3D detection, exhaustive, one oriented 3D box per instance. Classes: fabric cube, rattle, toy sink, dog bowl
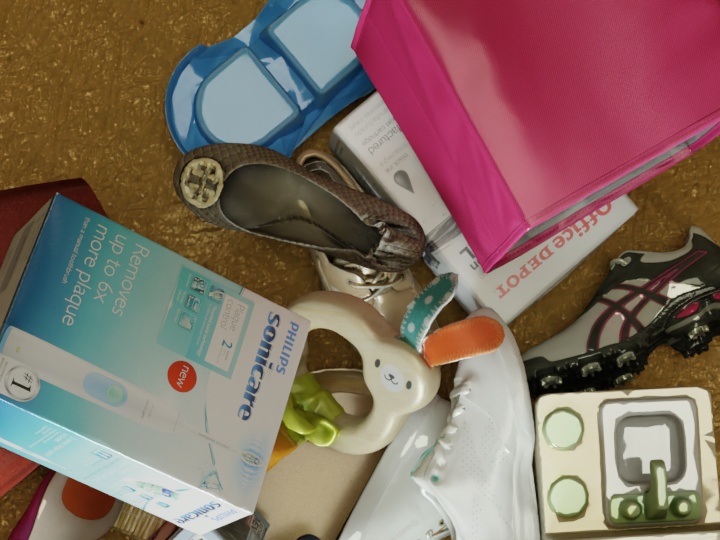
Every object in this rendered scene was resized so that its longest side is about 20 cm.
[{"bbox_3d":[0.129,-0.141,1.221,0.195,0.200,0.200,-30,85,-8],"label":"fabric cube"},{"bbox_3d":[-0.016,0.078,1.233,0.142,0.199,0.131,-7,88,-46],"label":"rattle"},{"bbox_3d":[0.185,0.143,1.282,0.129,0.200,0.113,-3,86,-4],"label":"toy sink"},{"bbox_3d":[-0.061,-0.151,1.364,0.200,0.050,0.112,-40,89,-7],"label":"dog bowl"}]

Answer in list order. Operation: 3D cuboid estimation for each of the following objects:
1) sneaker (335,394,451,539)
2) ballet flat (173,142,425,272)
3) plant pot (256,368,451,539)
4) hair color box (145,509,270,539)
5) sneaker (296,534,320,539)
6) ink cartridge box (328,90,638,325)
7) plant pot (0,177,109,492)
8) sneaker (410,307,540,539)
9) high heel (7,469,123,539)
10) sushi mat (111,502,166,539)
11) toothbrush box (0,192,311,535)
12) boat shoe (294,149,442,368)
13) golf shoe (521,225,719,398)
[{"bbox_3d":[0.031,0.192,1.303,0.084,0.073,0.201,30,82,1],"label":"sneaker"},{"bbox_3d":[-0.048,-0.044,1.298,0.199,0.046,0.068,20,103,9],"label":"ballet flat"},{"bbox_3d":[-0.015,0.176,1.351,0.198,0.027,0.202,0,85,-3],"label":"plant pot"},{"bbox_3d":[-0.158,0.245,1.269,0.200,0.099,0.061,-44,96,10],"label":"hair color box"},{"bbox_3d":[-0.084,0.278,1.271,0.082,0.074,0.200,39,90,9],"label":"sneaker"},{"bbox_3d":[0.094,-0.071,1.350,0.145,0.083,0.200,-40,88,-7],"label":"ink cartridge box"},{"bbox_3d":[-0.250,0.042,1.271,0.176,0.200,0.201,-30,88,-20],"label":"plant pot"},{"bbox_3d":[0.077,0.128,1.264,0.088,0.075,0.202,-4,82,-6],"label":"sneaker"},{"bbox_3d":[-0.244,0.202,1.321,0.067,0.096,0.201,40,64,-27],"label":"high heel"},{"bbox_3d":[-0.131,0.113,1.341,0.095,0.012,0.201,22,83,19],"label":"sushi mat"},{"bbox_3d":[-0.151,0.065,1.163,0.199,0.085,0.147,29,61,-20],"label":"toothbrush box"},{"bbox_3d":[0.000,0.000,1.347,0.071,0.065,0.201,-32,89,-6],"label":"boat shoe"},{"bbox_3d":[0.201,0.038,1.366,0.199,0.077,0.088,-21,67,-8],"label":"golf shoe"}]
